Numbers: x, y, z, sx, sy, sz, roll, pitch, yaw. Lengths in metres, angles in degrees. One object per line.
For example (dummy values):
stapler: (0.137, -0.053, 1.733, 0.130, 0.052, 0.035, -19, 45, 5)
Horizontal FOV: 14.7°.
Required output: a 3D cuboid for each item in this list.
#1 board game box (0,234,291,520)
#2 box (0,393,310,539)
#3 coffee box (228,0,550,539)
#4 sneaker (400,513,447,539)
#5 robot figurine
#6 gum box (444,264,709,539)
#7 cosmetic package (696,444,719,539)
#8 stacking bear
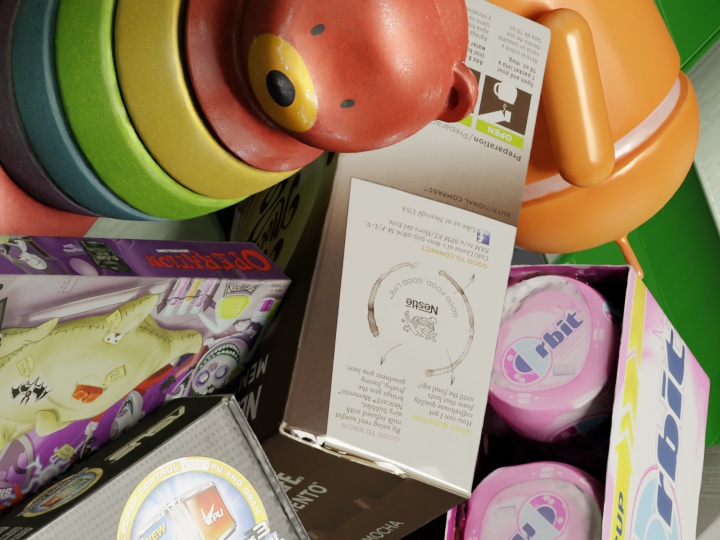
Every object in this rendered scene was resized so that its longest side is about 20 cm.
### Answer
board game box: (-0.118, 0.044, 0.951, 0.200, 0.032, 0.120, 0, 128, -52)
box: (-0.090, 0.161, 0.946, 0.200, 0.044, 0.161, -34, 105, -29)
coffee box: (0.000, 0.000, 1.066, 0.080, 0.113, 0.201, 21, 62, -19)
sneaker: (0.022, 0.094, 1.145, 0.074, 0.079, 0.201, 18, 62, -11)
robot figurine: (0.072, -0.091, 1.187, 0.117, 0.144, 0.200, -45, 117, -32)
gum box: (0.080, 0.112, 1.068, 0.114, 0.066, 0.201, 48, 45, -57)
cosmetic package: (0.117, 0.154, 1.225, 0.200, 0.107, 0.090, -38, 114, -45)
stacking bear: (-0.052, -0.071, 0.963, 0.114, 0.200, 0.122, -32, 110, -49)
